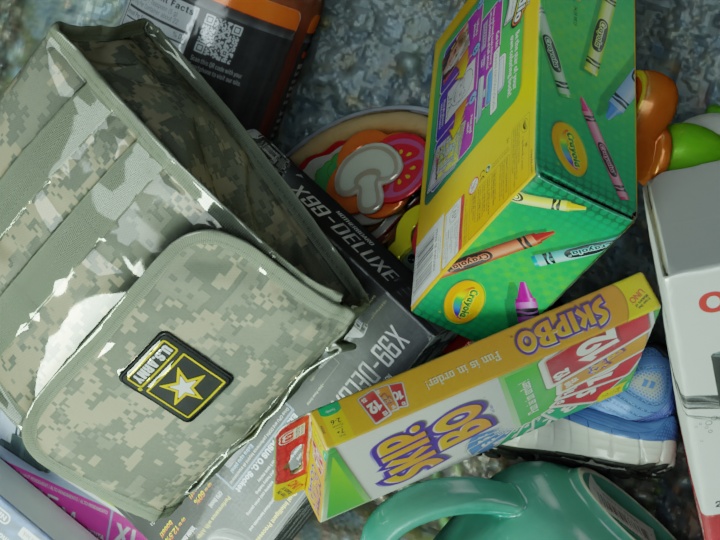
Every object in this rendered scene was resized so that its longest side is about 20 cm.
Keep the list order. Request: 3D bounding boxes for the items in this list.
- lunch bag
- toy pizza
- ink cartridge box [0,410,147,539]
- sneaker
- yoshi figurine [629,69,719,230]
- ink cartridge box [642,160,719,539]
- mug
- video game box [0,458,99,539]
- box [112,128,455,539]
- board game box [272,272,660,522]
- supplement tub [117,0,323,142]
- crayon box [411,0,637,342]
[{"bbox_3d":[-0.111,0.005,0.934,0.200,0.117,0.164,48,112,8],"label":"lunch bag"},{"bbox_3d":[0.000,0.000,1.049,0.199,0.032,0.202,-11,67,27],"label":"toy pizza"},{"bbox_3d":[-0.148,0.068,1.107,0.118,0.042,0.202,21,115,14],"label":"ink cartridge box"},{"bbox_3d":[0.083,0.057,1.058,0.198,0.079,0.090,8,77,18],"label":"sneaker"},{"bbox_3d":[0.216,-0.060,0.981,0.198,0.113,0.112,20,139,-14],"label":"yoshi figurine"},{"bbox_3d":[0.226,0.043,0.944,0.143,0.084,0.201,-11,124,8],"label":"ink cartridge box"},{"bbox_3d":[0.103,0.171,0.996,0.115,0.185,0.152,-49,59,10],"label":"mug"},{"bbox_3d":[-0.209,0.232,1.123,0.199,0.047,0.183,37,105,8],"label":"video game box"},{"bbox_3d":[-0.066,0.052,1.008,0.158,0.050,0.201,41,109,13],"label":"box"},{"bbox_3d":[0.050,0.067,0.941,0.198,0.096,0.030,-20,64,-13],"label":"board game box"},{"bbox_3d":[-0.085,-0.122,1.068,0.106,0.107,0.201,25,100,13],"label":"supplement tub"},{"bbox_3d":[0.083,-0.075,0.961,0.058,0.201,0.119,23,137,-18],"label":"crayon box"}]
